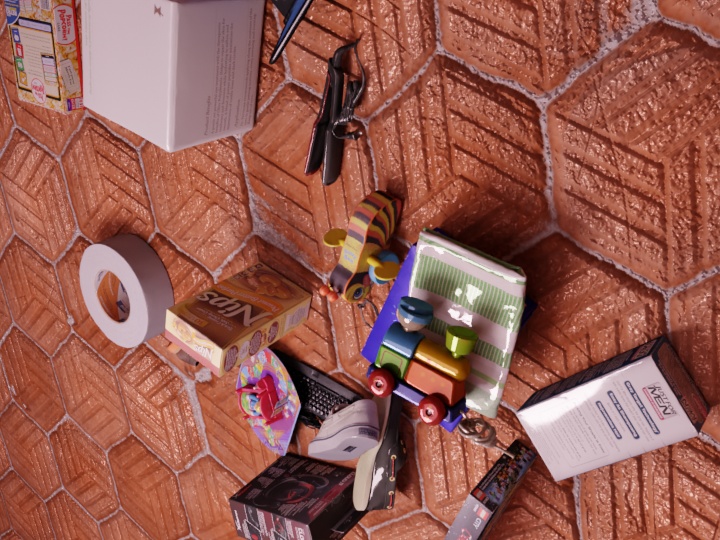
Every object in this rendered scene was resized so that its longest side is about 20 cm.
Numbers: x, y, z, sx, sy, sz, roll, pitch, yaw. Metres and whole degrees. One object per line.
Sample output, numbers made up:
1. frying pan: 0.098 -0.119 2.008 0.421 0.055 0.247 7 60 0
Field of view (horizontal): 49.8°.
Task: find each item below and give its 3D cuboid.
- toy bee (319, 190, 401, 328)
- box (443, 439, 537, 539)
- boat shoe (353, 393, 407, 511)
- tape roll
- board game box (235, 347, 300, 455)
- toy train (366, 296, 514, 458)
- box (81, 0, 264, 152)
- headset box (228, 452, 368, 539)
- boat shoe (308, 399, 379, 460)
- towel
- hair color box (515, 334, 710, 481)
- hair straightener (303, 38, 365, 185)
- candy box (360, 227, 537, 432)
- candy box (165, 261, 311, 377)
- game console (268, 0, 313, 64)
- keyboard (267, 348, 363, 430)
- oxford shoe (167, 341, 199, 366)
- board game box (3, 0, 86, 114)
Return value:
1. toy bee: 0.000 0.000 1.037 0.129 0.108 0.205 6 107 46
2. box: 0.156 0.337 1.040 0.037 0.136 0.203 34 126 21
3. boat shoe: 0.036 0.266 1.162 0.074 0.062 0.206 -126 43 -68
4. tape roll: -0.436 0.038 1.440 0.197 0.066 0.204 16 117 33
5. board game box: -0.172 0.219 1.295 0.158 0.038 0.202 46 135 29
6. toy train: 0.110 0.119 0.904 0.197 0.084 0.118 26 111 23
7. box: -0.264 -0.305 1.084 0.198 0.170 0.202 27 124 27
8. headset box: -0.090 0.380 1.249 0.197 0.148 0.077 2 112 37
9. boat shoe: -0.025 0.238 1.164 0.200 0.070 0.071 132 148 -59
10. towel: 0.116 0.065 0.933 0.151 0.023 0.204 24 122 26
11. hair color box: 0.291 0.166 0.910 0.199 0.060 0.101 -35 86 43
12. hair straightener: -0.021 -0.203 1.028 0.076 0.041 0.203 31 121 25
13. candy box: 0.109 0.079 1.010 0.168 0.077 0.202 39 127 18
14. candy box: -0.178 0.067 1.153 0.114 0.199 0.056 30 126 24
15. game console: -0.082 -0.389 0.939 0.177 0.116 0.200 52 131 8
16. keyboard: -0.083 0.211 1.246 0.198 0.039 0.106 24 121 30
17. oxford shoe: -0.258 0.109 1.337 0.073 0.072 0.199 45 138 -11
18. board game box: -0.559 -0.392 1.369 0.149 0.046 0.204 20 120 31
